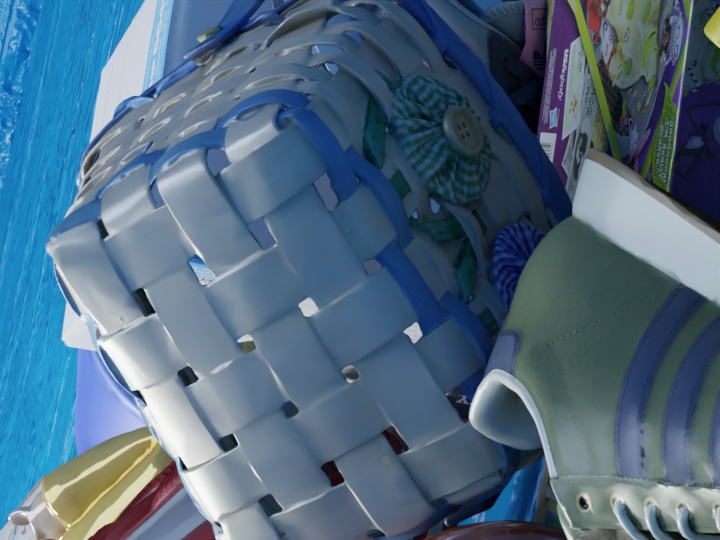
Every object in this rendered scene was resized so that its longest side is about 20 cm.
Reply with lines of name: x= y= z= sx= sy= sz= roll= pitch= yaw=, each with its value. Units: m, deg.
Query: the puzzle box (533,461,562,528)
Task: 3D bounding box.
puzzle box: x=0.092 y=0.087 z=0.883 sx=0.200 sy=0.025 sz=0.134 roll=-159 pitch=79 yaw=-76

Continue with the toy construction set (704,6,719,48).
toy construction set: x=0.100 y=-0.087 z=0.711 sx=0.092 sy=0.131 sz=0.200 roll=-41 pitch=70 yaw=20

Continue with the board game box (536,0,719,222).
board game box: x=0.091 y=-0.113 z=0.849 sx=0.120 sy=0.032 sz=0.201 roll=-158 pitch=75 yaw=-78

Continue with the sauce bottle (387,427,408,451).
sauce bottle: x=-0.010 y=0.149 z=1.177 sx=0.065 sy=0.064 sz=0.201 roll=-153 pitch=73 yaw=-76

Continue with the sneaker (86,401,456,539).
sneaker: x=-0.051 y=0.132 z=0.962 sx=0.200 sy=0.116 sz=0.078 roll=-43 pitch=3 yaw=11

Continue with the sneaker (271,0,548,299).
sneaker: x=0.042 y=-0.051 z=1.014 sx=0.200 sy=0.082 sz=0.070 roll=60 pitch=-169 yaw=0

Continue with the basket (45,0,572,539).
basket: x=0.000 y=0.000 z=0.880 sx=0.139 sy=0.177 sz=0.200 roll=-29 pitch=11 yaw=16

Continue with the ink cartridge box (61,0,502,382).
ink cartridge box: x=-0.038 y=-0.034 z=1.150 sx=0.200 sy=0.128 sz=0.126 roll=143 pitch=136 yaw=-70

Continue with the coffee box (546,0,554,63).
coffee box: x=0.109 y=-0.086 z=0.907 sx=0.200 sy=0.044 sz=0.123 roll=123 pitch=153 yaw=-59

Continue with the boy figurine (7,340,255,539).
boy figurine: x=-0.069 y=0.109 z=1.031 sx=0.124 sy=0.064 sz=0.200 roll=45 pitch=104 yaw=24

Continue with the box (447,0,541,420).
box: x=0.050 y=-0.051 z=1.149 sx=0.200 sy=0.036 sz=0.143 roll=-100 pitch=24 yaw=-60

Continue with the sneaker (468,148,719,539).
sneaker: x=0.093 y=0.048 z=0.715 sx=0.090 sy=0.067 sz=0.200 roll=-57 pitch=36 yaw=7

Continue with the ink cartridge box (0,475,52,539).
ink cartridge box: x=-0.085 y=0.214 z=1.260 sx=0.084 sy=0.175 sz=0.200 roll=-48 pitch=30 yaw=33

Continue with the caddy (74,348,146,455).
caddy: x=-0.056 y=0.023 z=1.305 sx=0.201 sy=0.141 sz=0.105 roll=-94 pitch=15 yaw=-45

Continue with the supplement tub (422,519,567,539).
supplement tub: x=0.029 y=0.130 z=0.831 sx=0.200 sy=0.106 sz=0.107 roll=137 pitch=142 yaw=-69
